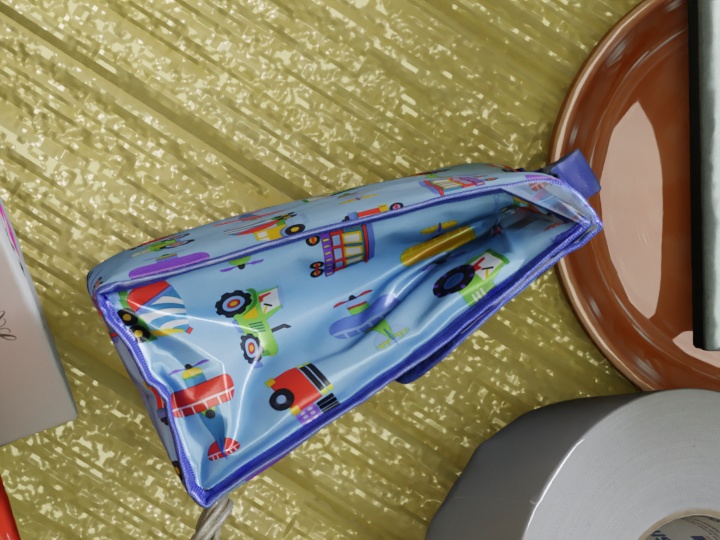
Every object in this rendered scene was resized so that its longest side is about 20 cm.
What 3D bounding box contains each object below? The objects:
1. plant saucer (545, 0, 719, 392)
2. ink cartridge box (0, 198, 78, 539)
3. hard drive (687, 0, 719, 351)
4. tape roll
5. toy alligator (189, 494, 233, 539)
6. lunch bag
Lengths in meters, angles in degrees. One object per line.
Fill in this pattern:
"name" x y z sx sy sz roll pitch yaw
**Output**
"plant saucer" 0.174 -0.031 1.176 0.199 0.032 0.201 0 91 -7
"ink cartridge box" -0.143 0.009 1.023 0.043 0.200 0.174 -21 56 -5
"hard drive" 0.204 -0.068 1.146 0.139 0.033 0.201 -1 92 -7
"tape roll" 0.115 0.149 1.113 0.200 0.066 0.201 5 81 -36
"toy alligator" -0.079 0.187 1.110 0.054 0.059 0.201 28 88 -7
"lunch bag" 0.000 0.000 1.095 0.199 0.151 0.094 -27 96 -5
